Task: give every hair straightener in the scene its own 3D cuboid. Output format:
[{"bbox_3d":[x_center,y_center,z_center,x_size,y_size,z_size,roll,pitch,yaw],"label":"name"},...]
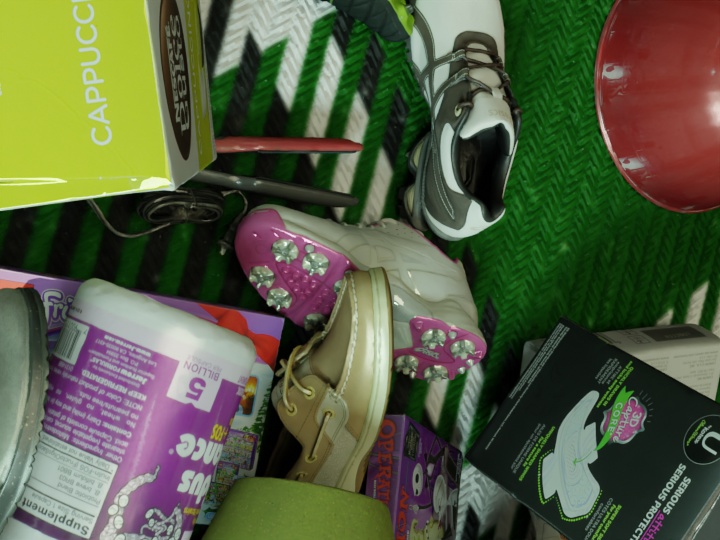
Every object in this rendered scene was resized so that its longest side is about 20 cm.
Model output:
[{"bbox_3d":[-0.087,-0.048,0.868,0.198,0.041,0.078,-1,95,-34],"label":"hair straightener"}]

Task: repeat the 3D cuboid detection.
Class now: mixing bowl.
[{"bbox_3d":[0.284,-0.143,1.029,0.198,0.108,0.203,-2,95,-27],"label":"mixing bowl"}]

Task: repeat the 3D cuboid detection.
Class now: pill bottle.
[{"bbox_3d":[-0.140,0.116,0.770,0.111,0.112,0.202,23,84,-28],"label":"pill bottle"}]

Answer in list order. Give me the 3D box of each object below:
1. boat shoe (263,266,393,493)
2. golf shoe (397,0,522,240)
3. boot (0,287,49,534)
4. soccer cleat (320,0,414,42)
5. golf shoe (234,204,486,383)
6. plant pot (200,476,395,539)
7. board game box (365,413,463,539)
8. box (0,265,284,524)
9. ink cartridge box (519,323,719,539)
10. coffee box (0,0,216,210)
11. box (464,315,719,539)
[{"bbox_3d":[-0.023,0.084,0.862,0.065,0.074,0.202,6,123,-10],"label":"boat shoe"},{"bbox_3d":[0.079,-0.121,0.927,0.077,0.094,0.203,-1,93,-27],"label":"golf shoe"},{"bbox_3d":[-0.233,0.096,0.678,0.129,0.068,0.203,14,86,-24],"label":"boot"},{"bbox_3d":[-0.038,-0.210,0.876,0.080,0.068,0.200,-29,133,21],"label":"soccer cleat"},{"bbox_3d":[0.000,0.000,0.907,0.199,0.075,0.092,31,44,-31],"label":"golf shoe"},{"bbox_3d":[-0.044,0.225,0.764,0.185,0.186,0.203,20,69,-28],"label":"plant pot"},{"bbox_3d":[0.030,0.206,0.900,0.120,0.032,0.203,34,57,-57],"label":"board game box"},{"bbox_3d":[-0.152,0.079,0.846,0.198,0.039,0.139,12,90,-29],"label":"box"},{"bbox_3d":[0.189,0.146,1.046,0.161,0.057,0.203,-5,114,-29],"label":"ink cartridge box"},{"bbox_3d":[-0.187,-0.134,0.681,0.197,0.198,0.203,-7,98,1],"label":"coffee box"},{"bbox_3d":[0.196,0.144,0.902,0.148,0.200,0.125,37,88,-33],"label":"box"}]
